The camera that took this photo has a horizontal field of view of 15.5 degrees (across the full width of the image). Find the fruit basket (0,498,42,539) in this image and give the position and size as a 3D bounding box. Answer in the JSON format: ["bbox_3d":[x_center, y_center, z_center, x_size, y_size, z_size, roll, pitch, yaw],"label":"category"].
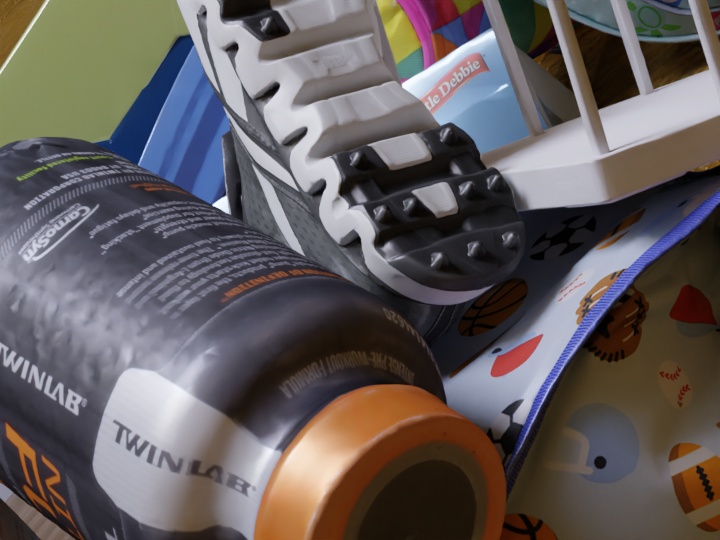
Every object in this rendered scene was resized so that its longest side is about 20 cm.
[{"bbox_3d":[-0.061,0.182,0.790,0.094,0.200,0.186,-33,38,12],"label":"fruit basket"}]

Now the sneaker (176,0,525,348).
[{"bbox_3d":[-0.021,-0.051,0.844,0.200,0.066,0.091,60,147,26],"label":"sneaker"}]

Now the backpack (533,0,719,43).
[{"bbox_3d":[0.117,-0.186,1.026,0.200,0.177,0.151,-53,17,40],"label":"backpack"}]

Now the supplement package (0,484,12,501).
[{"bbox_3d":[-0.196,0.110,1.395,0.200,0.109,0.114,-21,39,59],"label":"supplement package"}]

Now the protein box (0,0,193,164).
[{"bbox_3d":[-0.116,-0.090,1.423,0.199,0.135,0.200,-57,4,-3],"label":"protein box"}]

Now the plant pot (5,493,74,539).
[{"bbox_3d":[-0.133,0.152,1.113,0.201,0.093,0.201,-52,-1,-2],"label":"plant pot"}]

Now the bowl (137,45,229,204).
[{"bbox_3d":[-0.066,-0.028,1.169,0.201,0.039,0.201,21,-90,-85],"label":"bowl"}]

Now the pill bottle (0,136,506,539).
[{"bbox_3d":[-0.047,0.038,0.761,0.200,0.106,0.106,28,83,46],"label":"pill bottle"}]

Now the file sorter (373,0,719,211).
[{"bbox_3d":[0.109,-0.107,0.849,0.199,0.125,0.139,-21,6,-23],"label":"file sorter"}]

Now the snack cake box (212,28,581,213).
[{"bbox_3d":[0.000,0.000,0.997,0.200,0.067,0.115,-32,-19,14],"label":"snack cake box"}]

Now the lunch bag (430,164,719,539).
[{"bbox_3d":[0.067,0.062,0.830,0.201,0.124,0.170,-67,19,-11],"label":"lunch bag"}]

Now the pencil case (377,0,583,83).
[{"bbox_3d":[0.035,-0.110,1.115,0.088,0.088,0.200,-44,-6,31],"label":"pencil case"}]
